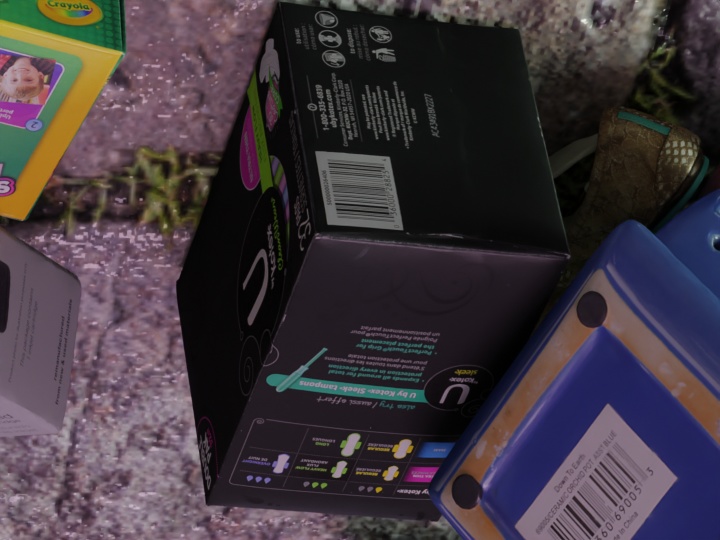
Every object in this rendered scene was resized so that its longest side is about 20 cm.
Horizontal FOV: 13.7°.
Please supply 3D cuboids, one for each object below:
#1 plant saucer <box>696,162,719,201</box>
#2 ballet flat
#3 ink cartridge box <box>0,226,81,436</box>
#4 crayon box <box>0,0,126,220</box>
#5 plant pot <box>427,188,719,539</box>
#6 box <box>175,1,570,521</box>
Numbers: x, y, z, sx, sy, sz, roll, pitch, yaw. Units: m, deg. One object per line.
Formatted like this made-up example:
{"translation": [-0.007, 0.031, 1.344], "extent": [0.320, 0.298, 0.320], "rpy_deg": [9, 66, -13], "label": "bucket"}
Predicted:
{"translation": [0.258, -0.033, 1.486], "extent": [0.200, 0.051, 0.201], "rpy_deg": [-5, 140, -4], "label": "plant saucer"}
{"translation": [0.095, -0.012, 1.487], "extent": [0.065, 0.071, 0.200], "rpy_deg": [35, 126, -5], "label": "ballet flat"}
{"translation": [-0.242, 0.011, 1.371], "extent": [0.145, 0.084, 0.200], "rpy_deg": [-4, 158, 26], "label": "ink cartridge box"}
{"translation": [-0.217, -0.100, 1.324], "extent": [0.199, 0.058, 0.119], "rpy_deg": [14, 135, -24], "label": "crayon box"}
{"translation": [0.160, 0.091, 1.357], "extent": [0.179, 0.200, 0.200], "rpy_deg": [-7, 138, -53], "label": "plant pot"}
{"translation": [0.000, 0.000, 1.406], "extent": [0.124, 0.149, 0.200], "rpy_deg": [5, 138, -17], "label": "box"}
